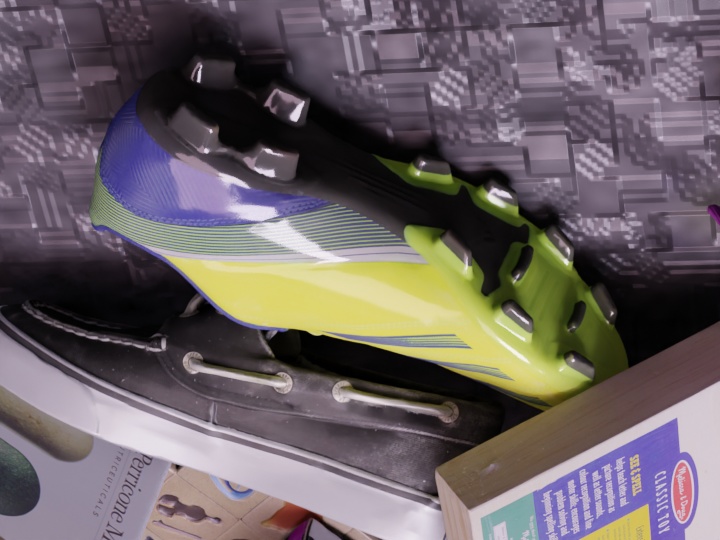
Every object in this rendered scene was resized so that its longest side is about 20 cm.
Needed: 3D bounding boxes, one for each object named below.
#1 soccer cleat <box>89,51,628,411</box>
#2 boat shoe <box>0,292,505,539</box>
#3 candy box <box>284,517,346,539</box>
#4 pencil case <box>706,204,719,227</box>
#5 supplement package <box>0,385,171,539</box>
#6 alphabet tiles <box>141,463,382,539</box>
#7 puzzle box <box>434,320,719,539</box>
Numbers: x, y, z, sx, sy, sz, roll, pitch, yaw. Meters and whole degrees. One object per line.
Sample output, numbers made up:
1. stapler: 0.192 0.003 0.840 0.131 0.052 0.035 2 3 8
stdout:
1. soccer cleat: 0.000 -0.001 0.814 0.199 0.065 0.084 29 129 -11
2. boat shoe: -0.045 0.040 0.863 0.199 0.071 0.064 19 97 8
3. candy box: 0.017 0.206 0.968 0.199 0.061 0.136 33 127 -15
4. pencil case: 0.195 0.031 0.784 0.092 0.085 0.201 -33 118 0
5. supplement package: -0.205 0.102 0.881 0.199 0.152 0.151 35 126 -13
6. alphabet tiles: -0.054 0.144 0.979 0.200 0.006 0.166 38 125 -17
7. puzzle box: 0.100 0.116 0.852 0.132 0.025 0.201 -25 134 -16
